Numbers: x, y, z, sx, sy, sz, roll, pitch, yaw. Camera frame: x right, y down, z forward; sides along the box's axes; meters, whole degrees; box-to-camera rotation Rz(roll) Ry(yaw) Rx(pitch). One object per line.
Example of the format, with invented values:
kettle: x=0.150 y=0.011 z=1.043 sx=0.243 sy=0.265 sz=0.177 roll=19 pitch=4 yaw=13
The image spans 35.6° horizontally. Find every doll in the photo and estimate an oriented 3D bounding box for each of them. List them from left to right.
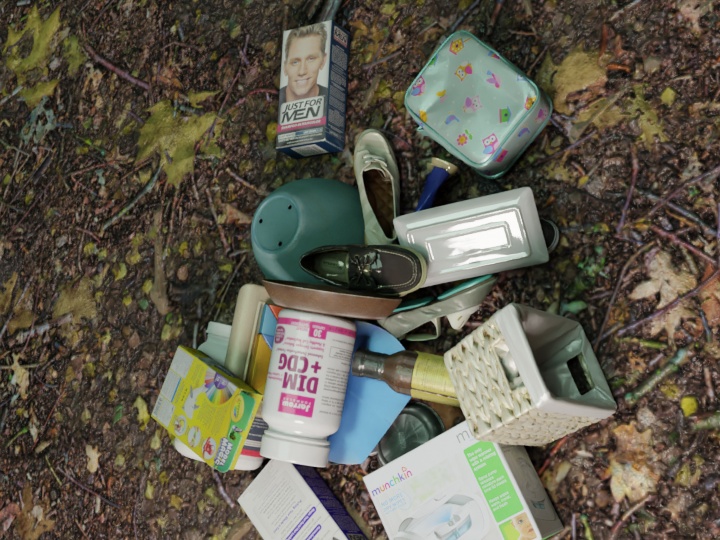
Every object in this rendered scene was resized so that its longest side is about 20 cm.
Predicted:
doll: x=0.081 y=-0.060 z=1.607 sx=0.048 sy=0.136 sz=0.202 roll=22 pitch=83 yaw=-3

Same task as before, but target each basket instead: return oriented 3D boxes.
basket: x=0.212 y=0.138 z=1.415 sx=0.123 sy=0.199 sz=0.137 roll=-33 pitch=62 yaw=27

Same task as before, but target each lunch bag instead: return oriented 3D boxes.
lunch bag: x=0.164 y=-0.237 z=1.613 sx=0.200 sy=0.077 sz=0.161 roll=45 pitch=105 yaw=33

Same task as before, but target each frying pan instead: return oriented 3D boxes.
frying pan: x=0.036 y=0.238 z=1.608 sx=0.188 sy=0.031 sz=0.117 roll=8 pitch=81 yaw=32

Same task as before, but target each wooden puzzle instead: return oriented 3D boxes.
wooden puzzle: x=-0.096 y=0.129 z=1.640 sx=0.037 sy=0.197 sz=0.188 roll=167 pitch=115 yaw=-73

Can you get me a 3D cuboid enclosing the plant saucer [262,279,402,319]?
plant saucer: x=-0.041 y=0.041 z=1.563 sx=0.198 sy=0.199 sz=0.035 roll=10 pitch=92 yaw=34

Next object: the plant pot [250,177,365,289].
plant pot: x=-0.089 y=-0.055 z=1.698 sx=0.198 sy=0.134 sz=0.203 roll=-9 pitch=72 yaw=31

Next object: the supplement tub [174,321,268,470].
supplement tub: x=-0.194 y=0.190 z=1.701 sx=0.139 sy=0.140 sz=0.203 roll=10 pitch=83 yaw=34

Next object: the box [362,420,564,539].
box: x=0.134 y=0.304 z=1.472 sx=0.199 sy=0.096 sz=0.178 roll=-32 pitch=73 yaw=23

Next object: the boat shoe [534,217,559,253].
boat shoe: x=0.179 y=-0.051 z=1.567 sx=0.198 sy=0.056 sz=0.070 roll=-3 pitch=76 yaw=32

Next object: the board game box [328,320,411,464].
board game box: x=-0.014 y=0.174 z=1.614 sx=0.157 sy=0.039 sz=0.201 roll=37 pitch=89 yaw=15

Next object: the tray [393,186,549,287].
tray: x=0.146 y=-0.039 z=1.514 sx=0.197 sy=0.022 sz=0.109 roll=-12 pitch=107 yaw=21

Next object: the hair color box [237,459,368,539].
hair color box: x=-0.080 y=0.369 z=1.627 sx=0.110 sy=0.065 sz=0.200 roll=-50 pitch=55 yaw=12

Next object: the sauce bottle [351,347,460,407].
sauce bottle: x=0.085 y=0.144 z=1.542 sx=0.197 sy=0.065 sz=0.066 roll=12 pitch=84 yaw=15

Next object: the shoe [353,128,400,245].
shoe: x=0.030 y=-0.123 z=1.668 sx=0.069 sy=0.053 sz=0.203 roll=-3 pitch=72 yaw=-11

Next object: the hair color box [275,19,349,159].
hair color box: x=-0.076 y=-0.288 z=1.794 sx=0.099 sy=0.060 sz=0.203 roll=-6 pitch=74 yaw=32

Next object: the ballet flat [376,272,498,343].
ballet flat: x=0.116 y=0.059 z=1.588 sx=0.198 sy=0.067 sz=0.064 roll=-20 pitch=95 yaw=29

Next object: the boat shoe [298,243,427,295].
boat shoe: x=0.000 y=0.000 z=1.552 sx=0.198 sy=0.064 sz=0.074 roll=1 pitch=95 yaw=39

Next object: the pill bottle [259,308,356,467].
pill bottle: x=-0.075 y=0.162 z=1.548 sx=0.112 sy=0.113 sz=0.203 roll=5 pitch=82 yaw=34

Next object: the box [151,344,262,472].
box: x=-0.212 y=0.195 z=1.582 sx=0.199 sy=0.048 sz=0.119 roll=28 pitch=97 yaw=49
